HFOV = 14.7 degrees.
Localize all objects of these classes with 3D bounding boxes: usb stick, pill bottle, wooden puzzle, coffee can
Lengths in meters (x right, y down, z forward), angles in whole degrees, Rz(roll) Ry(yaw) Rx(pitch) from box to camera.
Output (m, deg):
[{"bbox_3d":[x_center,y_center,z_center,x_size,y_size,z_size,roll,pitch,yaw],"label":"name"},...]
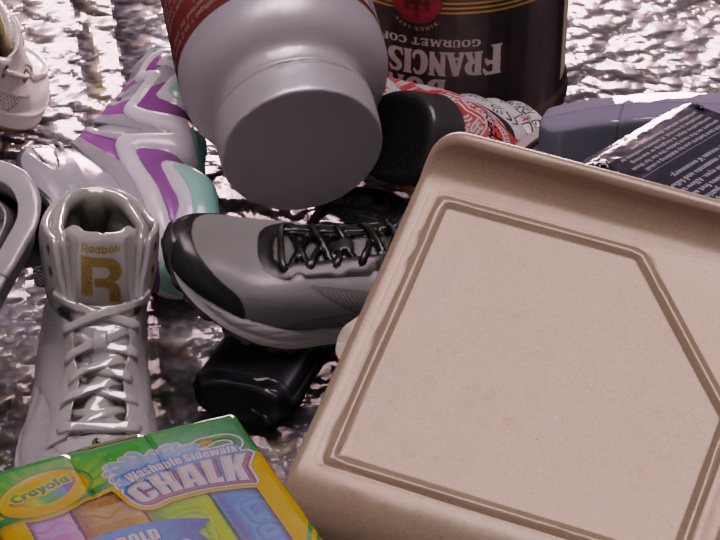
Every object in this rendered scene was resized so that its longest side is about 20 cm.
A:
[{"bbox_3d":[-0.027,0.016,1.431,0.055,0.033,0.200,9,34,18],"label":"usb stick"},{"bbox_3d":[-0.048,-0.131,1.477,0.111,0.113,0.201,-5,46,-9],"label":"pill bottle"},{"bbox_3d":[0.084,0.050,1.204,0.184,0.037,0.201,16,66,16],"label":"wooden puzzle"},{"bbox_3d":[0.051,-0.196,1.605,0.145,0.201,0.147,0,32,0],"label":"coffee can"}]

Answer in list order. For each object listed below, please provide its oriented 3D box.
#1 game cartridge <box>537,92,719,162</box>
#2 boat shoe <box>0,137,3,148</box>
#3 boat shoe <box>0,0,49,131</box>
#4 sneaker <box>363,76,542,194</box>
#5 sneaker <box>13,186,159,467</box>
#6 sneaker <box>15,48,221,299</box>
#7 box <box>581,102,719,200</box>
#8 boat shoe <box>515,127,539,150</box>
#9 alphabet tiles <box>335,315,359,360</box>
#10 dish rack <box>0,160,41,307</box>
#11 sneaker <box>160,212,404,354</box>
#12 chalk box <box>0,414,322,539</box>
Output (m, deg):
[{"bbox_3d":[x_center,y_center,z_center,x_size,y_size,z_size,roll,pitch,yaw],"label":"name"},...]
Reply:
[{"bbox_3d":[0.185,-0.022,1.402,0.199,0.134,0.041,7,25,10],"label":"game cartridge"},{"bbox_3d":[-0.297,-0.069,1.526,0.199,0.065,0.072,8,15,-26],"label":"boat shoe"},{"bbox_3d":[-0.212,-0.120,1.545,0.070,0.070,0.200,24,11,8],"label":"boat shoe"},{"bbox_3d":[0.021,-0.075,1.552,0.107,0.068,0.201,10,4,-36],"label":"sneaker"},{"bbox_3d":[-0.129,0.041,1.315,0.073,0.116,0.200,-2,34,-7],"label":"sneaker"},{"bbox_3d":[-0.151,-0.056,1.497,0.139,0.078,0.200,-3,33,-7],"label":"sneaker"},{"bbox_3d":[0.198,0.031,1.304,0.199,0.149,0.104,25,36,31],"label":"box"},{"bbox_3d":[0.141,-0.045,1.493,0.199,0.073,0.063,-21,36,-38],"label":"boat shoe"},{"bbox_3d":[0.078,0.082,1.242,0.195,0.015,0.200,-33,68,-5],"label":"alphabet tiles"},{"bbox_3d":[-0.254,0.025,1.339,0.171,0.044,0.201,18,67,24],"label":"dish rack"},{"bbox_3d":[0.000,0.000,1.367,0.199,0.080,0.074,13,39,-13],"label":"sneaker"},{"bbox_3d":[-0.086,0.148,1.143,0.123,0.125,0.200,-14,35,-22],"label":"chalk box"}]
